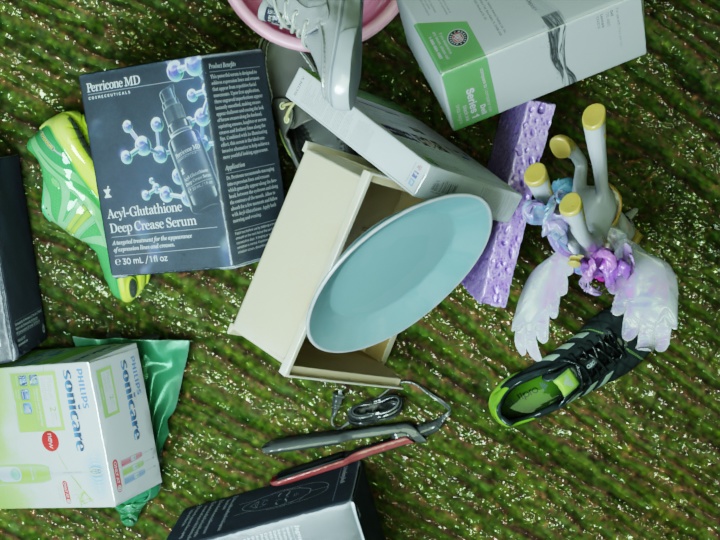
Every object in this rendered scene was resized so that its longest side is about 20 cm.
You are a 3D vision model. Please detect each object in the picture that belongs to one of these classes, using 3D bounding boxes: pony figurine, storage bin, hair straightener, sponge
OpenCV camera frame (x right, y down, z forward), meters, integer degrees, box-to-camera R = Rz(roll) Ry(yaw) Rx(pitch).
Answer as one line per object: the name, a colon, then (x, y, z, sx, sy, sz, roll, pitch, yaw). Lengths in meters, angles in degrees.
pony figurine: (0.216, -0.026, 1.483, 0.166, 0.200, 0.193, 1, 56, 29)
storage bin: (0.000, 0.000, 1.514, 0.094, 0.198, 0.200, 29, 101, 38)
hair straightener: (-0.006, 0.158, 1.617, 0.200, 0.041, 0.077, -16, 96, 6)
sponge: (0.140, -0.072, 1.540, 0.030, 0.112, 0.200, 12, 99, -9)

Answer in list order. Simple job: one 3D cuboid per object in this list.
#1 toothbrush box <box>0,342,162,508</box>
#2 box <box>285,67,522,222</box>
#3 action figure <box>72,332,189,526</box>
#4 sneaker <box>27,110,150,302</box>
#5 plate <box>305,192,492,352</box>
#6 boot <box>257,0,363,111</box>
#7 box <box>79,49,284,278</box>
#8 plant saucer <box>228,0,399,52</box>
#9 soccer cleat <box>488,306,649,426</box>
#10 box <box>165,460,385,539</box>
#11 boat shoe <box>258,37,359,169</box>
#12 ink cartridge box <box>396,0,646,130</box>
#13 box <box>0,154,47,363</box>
toothbrush box: (-0.312, 0.156, 1.580, 0.200, 0.086, 0.146, -5, 98, 28)
box: (0.039, -0.117, 1.479, 0.200, 0.144, 0.036, 42, 109, 38)
action figure: (-0.237, 0.166, 1.627, 0.118, 0.055, 0.200, 3, 98, 2)
sneaker: (-0.271, -0.062, 1.601, 0.083, 0.074, 0.200, -17, 100, 31)
plate: (0.030, -0.003, 1.413, 0.200, 0.200, 0.026, -42, 64, 8)
boot: (-0.047, -0.225, 1.454, 0.095, 0.200, 0.074, 1, 140, 3)
box: (-0.167, -0.103, 1.528, 0.148, 0.107, 0.200, -5, 97, 31)
plant saucer: (-0.043, -0.312, 1.543, 0.200, 0.051, 0.201, 0, 94, -4)
soccer cleat: (0.218, 0.098, 1.573, 0.200, 0.081, 0.068, -33, 94, 7)
box: (-0.082, 0.282, 1.585, 0.200, 0.148, 0.107, -16, 97, 6)
boat shoe: (-0.046, -0.147, 1.569, 0.072, 0.061, 0.202, -24, 95, 7)
ink cartridge box: (0.149, -0.237, 1.484, 0.200, 0.146, 0.084, -21, 139, -2)
box: (-0.435, -0.006, 1.582, 0.200, 0.123, 0.199, -6, 98, 6)
